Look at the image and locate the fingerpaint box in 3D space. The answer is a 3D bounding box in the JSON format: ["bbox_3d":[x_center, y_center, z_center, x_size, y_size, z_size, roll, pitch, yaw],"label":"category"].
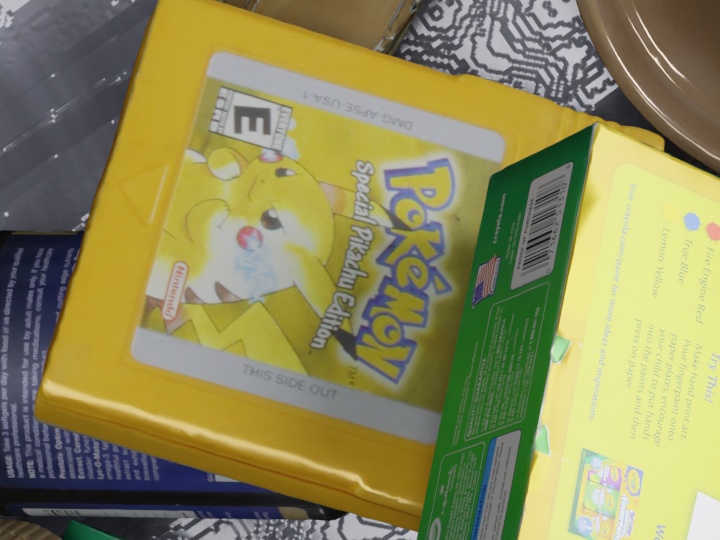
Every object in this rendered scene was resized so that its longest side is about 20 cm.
[{"bbox_3d":[0.111,0.076,0.969,0.167,0.073,0.200,22,66,-24],"label":"fingerpaint box"}]

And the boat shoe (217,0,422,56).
[{"bbox_3d":[0.003,-0.126,1.082,0.072,0.076,0.200,34,98,-10],"label":"boat shoe"}]

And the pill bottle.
[{"bbox_3d":[-0.101,0.040,1.090,0.200,0.112,0.112,1,94,5],"label":"pill bottle"}]

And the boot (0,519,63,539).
[{"bbox_3d":[-0.161,0.189,1.100,0.200,0.072,0.167,-13,98,40],"label":"boot"}]

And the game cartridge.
[{"bbox_3d":[0.000,0.000,1.024,0.200,0.032,0.177,15,64,-3],"label":"game cartridge"}]

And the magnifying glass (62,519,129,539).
[{"bbox_3d":[-0.023,0.138,1.100,0.200,0.080,0.022,24,83,-14],"label":"magnifying glass"}]

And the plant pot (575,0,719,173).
[{"bbox_3d":[0.183,-0.132,1.044,0.200,0.093,0.201,8,117,17],"label":"plant pot"}]
